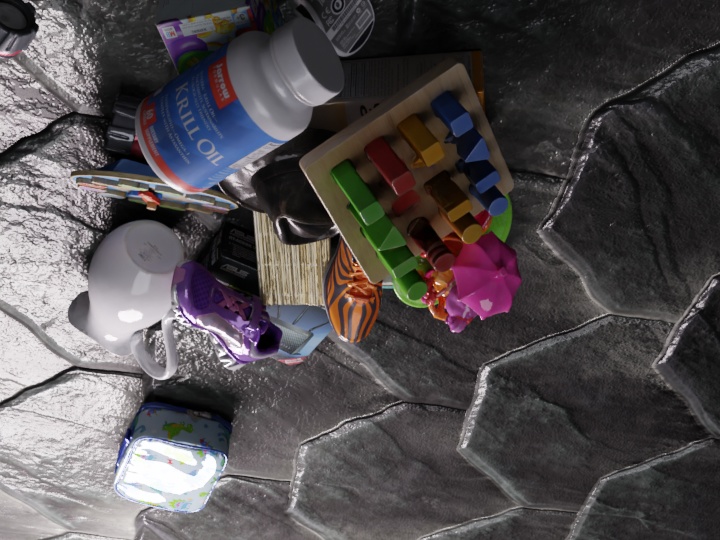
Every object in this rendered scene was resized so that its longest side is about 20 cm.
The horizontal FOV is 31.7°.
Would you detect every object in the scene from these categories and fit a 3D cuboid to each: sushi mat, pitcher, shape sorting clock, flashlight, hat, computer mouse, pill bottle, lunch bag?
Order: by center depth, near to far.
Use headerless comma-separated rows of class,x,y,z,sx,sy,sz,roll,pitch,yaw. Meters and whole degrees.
pill bottle,-0.117,-0.166,1.252,0.199,0.113,0.112,-28,131,28
computer mouse,-0.054,-0.295,1.292,0.044,0.110,0.200,27,165,41
flashlight,-0.422,-0.220,1.393,0.067,0.068,0.200,29,131,-21
hat,-0.067,-0.075,1.404,0.198,0.082,0.201,-3,158,-1
flashlight,-0.191,-0.147,1.459,0.197,0.069,0.068,13,173,-13
shape sorting clock,-0.241,-0.091,1.486,0.197,0.040,0.200,13,174,1
sushi mat,-0.084,-0.046,1.566,0.094,0.012,0.202,-2,117,1
pitcher,-0.278,0.041,1.629,0.171,0.121,0.200,42,136,2
lunch bag,-0.294,0.288,1.958,0.159,0.083,0.201,14,138,-15

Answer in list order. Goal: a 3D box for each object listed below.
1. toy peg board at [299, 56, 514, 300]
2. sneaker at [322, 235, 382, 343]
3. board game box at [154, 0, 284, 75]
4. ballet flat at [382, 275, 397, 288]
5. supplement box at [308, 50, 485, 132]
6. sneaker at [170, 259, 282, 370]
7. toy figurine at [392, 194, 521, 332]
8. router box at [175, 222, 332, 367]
toy peg board,0.071,-0.080,1.344,0.198,0.098,0.201,-34,136,-2
sneaker,0.000,0.000,1.530,0.076,0.112,0.203,3,104,-9
board game box,-0.131,-0.225,1.349,0.102,0.106,0.201,-8,139,11
ballet flat,0.086,-0.018,1.620,0.197,0.070,0.070,0,139,-4
supplement box,0.043,-0.170,1.428,0.197,0.074,0.127,-4,139,6
sneaker,-0.161,0.052,1.580,0.087,0.081,0.200,-2,146,28
toy figurine,0.117,0.002,1.493,0.149,0.185,0.201,20,113,-19
router box,-0.129,0.036,1.679,0.198,0.063,0.150,22,134,-22
